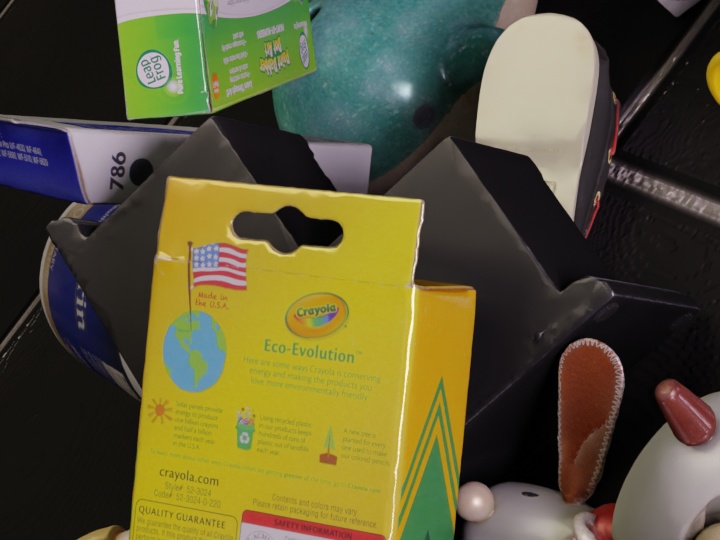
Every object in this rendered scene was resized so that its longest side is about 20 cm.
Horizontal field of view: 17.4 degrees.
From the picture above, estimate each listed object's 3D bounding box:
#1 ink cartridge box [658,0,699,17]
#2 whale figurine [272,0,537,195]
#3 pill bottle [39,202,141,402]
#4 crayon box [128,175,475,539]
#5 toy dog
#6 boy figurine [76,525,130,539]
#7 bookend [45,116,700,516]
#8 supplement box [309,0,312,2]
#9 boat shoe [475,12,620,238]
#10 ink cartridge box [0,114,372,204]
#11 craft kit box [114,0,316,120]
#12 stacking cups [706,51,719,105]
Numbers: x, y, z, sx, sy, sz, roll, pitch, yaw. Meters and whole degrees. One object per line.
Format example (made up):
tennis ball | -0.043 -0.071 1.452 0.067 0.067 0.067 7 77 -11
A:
ink cartridge box | 0.172 -0.205 1.140 0.115 0.068 0.200 -37 29 31
whale figurine | 0.031 -0.133 1.232 0.200 0.104 0.159 -54 26 -1
pill bottle | -0.084 0.018 1.214 0.116 0.116 0.200 -55 26 -7
crayon box | -0.024 0.067 0.929 0.127 0.051 0.201 7 93 32
toy dog | 0.095 0.080 0.864 0.200 0.096 0.132 -33 31 33
boy figurine | -0.134 0.182 1.145 0.200 0.064 0.125 -29 34 39
bookend | 0.000 0.000 1.006 0.199 0.092 0.200 -43 67 20
supplement box | 0.010 -0.196 1.314 0.200 0.126 0.074 -44 69 17
boat shoe | 0.071 -0.014 1.074 0.073 0.063 0.202 12 75 23
ink cartridge box | -0.102 -0.052 1.134 0.099 0.199 0.039 13 98 55
craft kit box | -0.070 -0.178 1.080 0.048 0.198 0.200 -6 8 13
stacking cups | 0.210 -0.153 1.019 0.060 0.060 0.200 -12 46 53
